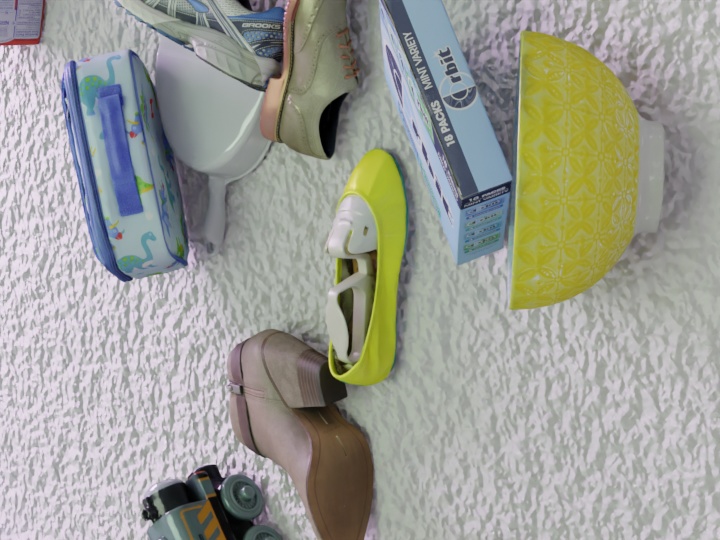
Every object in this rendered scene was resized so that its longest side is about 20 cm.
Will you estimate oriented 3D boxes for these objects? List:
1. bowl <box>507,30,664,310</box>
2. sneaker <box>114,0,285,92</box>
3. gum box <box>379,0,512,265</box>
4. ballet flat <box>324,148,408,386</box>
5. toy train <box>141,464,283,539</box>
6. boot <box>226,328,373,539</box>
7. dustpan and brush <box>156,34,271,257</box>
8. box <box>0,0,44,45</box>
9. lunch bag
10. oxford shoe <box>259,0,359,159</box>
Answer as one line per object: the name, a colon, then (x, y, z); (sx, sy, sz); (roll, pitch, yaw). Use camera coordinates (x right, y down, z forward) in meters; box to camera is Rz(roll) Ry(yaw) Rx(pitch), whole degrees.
bowl: (0.163, -0.070, 1.392); (0.106, 0.200, 0.203); (2, 100, 4)
sneaker: (-0.138, -0.234, 1.693); (0.199, 0.077, 0.086); (32, 94, 20)
gum box: (0.064, -0.111, 1.466); (0.200, 0.044, 0.171); (78, 172, -76)
ballet flat: (0.000, 0.000, 1.619); (0.066, 0.067, 0.202); (12, 104, 45)
toy train: (-0.127, 0.273, 1.757); (0.085, 0.113, 0.201); (-40, 67, 41)
boot: (-0.061, 0.152, 1.713); (0.146, 0.070, 0.203); (-1, 94, 53)
dustpan and brush: (-0.134, -0.110, 1.764); (0.139, 0.057, 0.202); (17, 102, 33)
box: (-0.420, -0.282, 1.925); (0.095, 0.199, 0.101); (23, 112, 40)
lunch bag: (-0.216, -0.096, 1.767); (0.161, 0.082, 0.202); (77, -179, -86)
oxford shoe: (-0.025, -0.189, 1.628); (0.073, 0.071, 0.202); (28, 125, 20)
